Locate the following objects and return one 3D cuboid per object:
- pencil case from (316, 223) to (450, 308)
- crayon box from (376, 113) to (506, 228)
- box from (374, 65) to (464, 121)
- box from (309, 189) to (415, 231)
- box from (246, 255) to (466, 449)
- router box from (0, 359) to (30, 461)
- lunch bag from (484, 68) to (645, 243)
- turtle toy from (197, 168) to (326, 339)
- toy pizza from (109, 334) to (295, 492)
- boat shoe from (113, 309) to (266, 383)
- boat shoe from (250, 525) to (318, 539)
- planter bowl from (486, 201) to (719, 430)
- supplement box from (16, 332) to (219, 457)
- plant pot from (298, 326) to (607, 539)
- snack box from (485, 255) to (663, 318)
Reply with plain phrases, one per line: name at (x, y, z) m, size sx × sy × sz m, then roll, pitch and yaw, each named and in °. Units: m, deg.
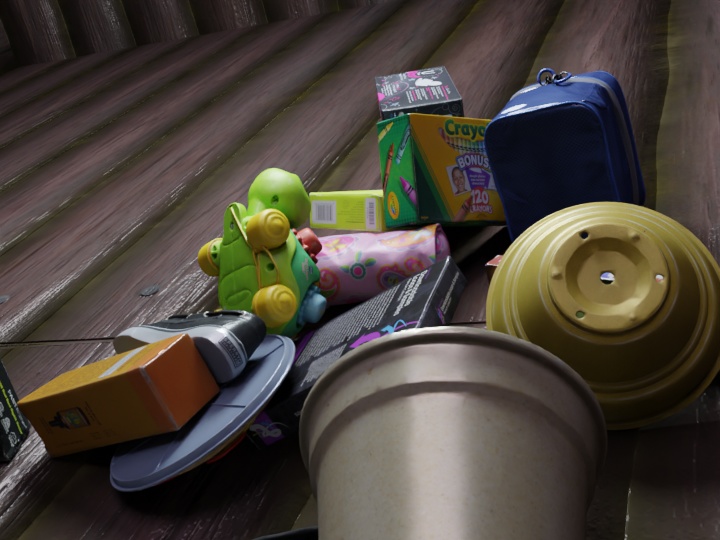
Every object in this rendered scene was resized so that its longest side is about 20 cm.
pencil case at (0.000, 0.000, 1.041) m, size 0.199 × 0.088 × 0.087 m, roll -7°, pitch 25°, yaw 15°
crayon box at (0.114, -0.111, 1.086) m, size 0.200 × 0.119 × 0.058 m, roll -4°, pitch -3°, yaw -40°
box at (0.090, -0.206, 1.380) m, size 0.114 × 0.133 × 0.200 m, roll -9°, pitch 24°, yaw 3°
box at (0.050, -0.078, 1.156) m, size 0.200 × 0.048 × 0.122 m, roll -8°, pitch 9°, yaw -44°
box at (-0.004, 0.073, 0.848) m, size 0.200 × 0.036 × 0.143 m, roll -31°, pitch 14°, yaw 30°
router box at (-0.447, 0.123, 0.929) m, size 0.199 × 0.150 × 0.062 m, roll -9°, pitch 24°, yaw 10°
lunch bag at (0.227, -0.123, 1.043) m, size 0.135 × 0.201 × 0.132 m, roll -6°, pitch 22°, yaw 30°
turtle toy at (-0.092, -0.010, 0.968) m, size 0.101 × 0.201 × 0.146 m, roll 5°, pitch -16°, yaw -36°
toy pizza at (-0.136, 0.130, 0.847) m, size 0.200 × 0.032 × 0.200 m, roll -31°, pitch 17°, yaw 11°
boat shoe at (-0.161, 0.072, 0.893) m, size 0.200 × 0.069 × 0.057 m, roll -6°, pitch 29°, yaw 47°
boat shoe at (-0.104, 0.214, 0.646) m, size 0.199 × 0.066 × 0.070 m, roll -10°, pitch 24°, yaw 9°
planter bowl at (0.196, 0.019, 0.754) m, size 0.200 × 0.083 × 0.201 m, roll -5°, pitch 67°, yaw 12°
supplement box at (-0.224, 0.116, 0.861) m, size 0.200 × 0.067 × 0.069 m, roll -18°, pitch 17°, yaw 36°
plant pot at (0.052, 0.167, 0.545) m, size 0.200 × 0.201 × 0.184 m, roll -9°, pitch 35°, yaw 12°
snack box at (0.209, 0.032, 0.870) m, size 0.200 × 0.072 × 0.024 m, roll 9°, pitch 33°, yaw 41°
